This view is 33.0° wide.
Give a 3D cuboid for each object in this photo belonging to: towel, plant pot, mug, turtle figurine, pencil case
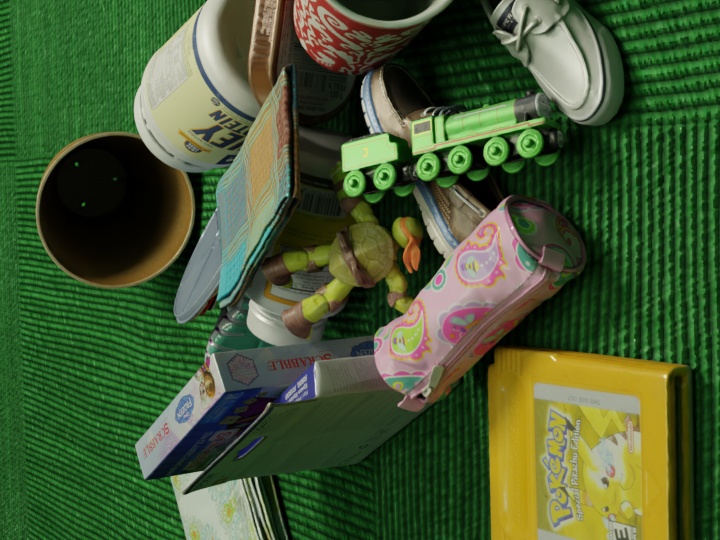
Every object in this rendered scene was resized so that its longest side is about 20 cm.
[{"bbox_3d":[-0.156,0.272,1.400,0.200,0.048,0.172,-36,63,51],"label":"towel"},{"bbox_3d":[-0.320,-0.092,1.508,0.200,0.186,0.187,-147,60,-64],"label":"plant pot"},{"bbox_3d":[-0.004,-0.255,0.999,0.178,0.133,0.200,57,171,0],"label":"mug"},{"bbox_3d":[0.000,0.000,1.062,0.161,0.064,0.200,-29,91,23],"label":"turtle figurine"},{"bbox_3d":[-0.095,-0.072,1.100,0.200,0.022,0.147,127,145,-53],"label":"towel"},{"bbox_3d":[0.090,0.029,0.971,0.200,0.087,0.088,-48,54,34],"label":"pencil case"}]

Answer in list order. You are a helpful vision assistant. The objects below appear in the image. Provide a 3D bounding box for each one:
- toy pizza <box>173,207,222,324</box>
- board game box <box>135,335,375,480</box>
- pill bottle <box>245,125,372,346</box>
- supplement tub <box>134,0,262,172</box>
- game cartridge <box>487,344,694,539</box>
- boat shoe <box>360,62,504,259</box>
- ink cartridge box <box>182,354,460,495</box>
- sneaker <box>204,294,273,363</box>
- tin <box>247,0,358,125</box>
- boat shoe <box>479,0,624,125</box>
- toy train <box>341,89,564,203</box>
[{"bbox_3d":[-0.137,-0.030,1.281,0.200,0.032,0.200,-53,19,26],"label":"toy pizza"},{"bbox_3d":[-0.086,0.130,1.153,0.200,0.199,0.041,-47,56,47],"label":"board game box"},{"bbox_3d":[-0.053,-0.029,1.168,0.109,0.109,0.201,41,125,45],"label":"pill bottle"},{"bbox_3d":[-0.137,-0.191,1.242,0.200,0.145,0.145,-27,71,53],"label":"supplement tub"},{"bbox_3d":[0.170,0.152,0.934,0.200,0.032,0.177,2,95,54],"label":"game cartridge"},{"bbox_3d":[0.071,-0.103,1.027,0.072,0.072,0.200,-45,67,42],"label":"boat shoe"},{"bbox_3d":[-0.042,0.134,1.090,0.200,0.200,0.041,-45,57,46],"label":"ink cartridge box"},{"bbox_3d":[-0.116,0.031,1.319,0.200,0.074,0.088,-60,28,30],"label":"sneaker"},{"bbox_3d":[-0.044,-0.235,1.130,0.042,0.112,0.201,16,102,44],"label":"tin"},{"bbox_3d":[0.129,-0.190,0.930,0.074,0.065,0.200,-57,49,40],"label":"boat shoe"},{"bbox_3d":[0.069,-0.097,0.962,0.200,0.042,0.057,-11,76,33],"label":"toy train"}]
